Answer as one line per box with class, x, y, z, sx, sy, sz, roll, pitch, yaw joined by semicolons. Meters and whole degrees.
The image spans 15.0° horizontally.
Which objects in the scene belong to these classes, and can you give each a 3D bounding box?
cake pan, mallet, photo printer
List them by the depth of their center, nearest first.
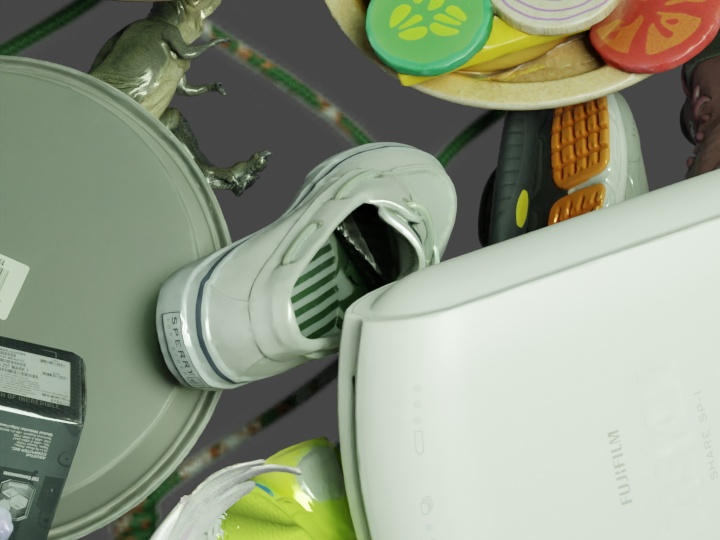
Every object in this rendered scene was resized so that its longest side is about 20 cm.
photo printer;0.090;0.062;1.026;0.199;0.069;0.167;-17;106;-19
cake pan;-0.147;0.009;1.059;0.199;0.037;0.201;1;79;-3
mallet;0.064;0.005;1.118;0.066;0.041;0.201;40;49;-30

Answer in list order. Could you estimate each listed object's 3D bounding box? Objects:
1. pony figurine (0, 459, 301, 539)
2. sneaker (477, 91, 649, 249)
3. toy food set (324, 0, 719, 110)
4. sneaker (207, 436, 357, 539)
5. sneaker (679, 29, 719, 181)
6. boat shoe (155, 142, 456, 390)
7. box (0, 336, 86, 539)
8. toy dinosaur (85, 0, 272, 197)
pony figurine;-0.091;0.145;0.885;0.199;0.167;0.194;24;75;35
sneaker;0.106;0.018;1.159;0.092;0.076;0.201;24;57;-39
toy food set;0.077;-0.152;1.156;0.199;0.049;0.199;-18;59;0
sneaker;-0.026;0.110;1.084;0.200;0.105;0.076;-5;69;-50
sneaker;0.160;-0.039;1.149;0.076;0.115;0.200;43;71;-23
boat shoe;0.000;0.000;1.076;0.200;0.067;0.074;-39;116;-53
box;-0.213;0.084;0.984;0.199;0.158;0.051;13;28;-13
toy dinosaur;-0.092;-0.050;1.120;0.088;0.047;0.200;39;71;3
